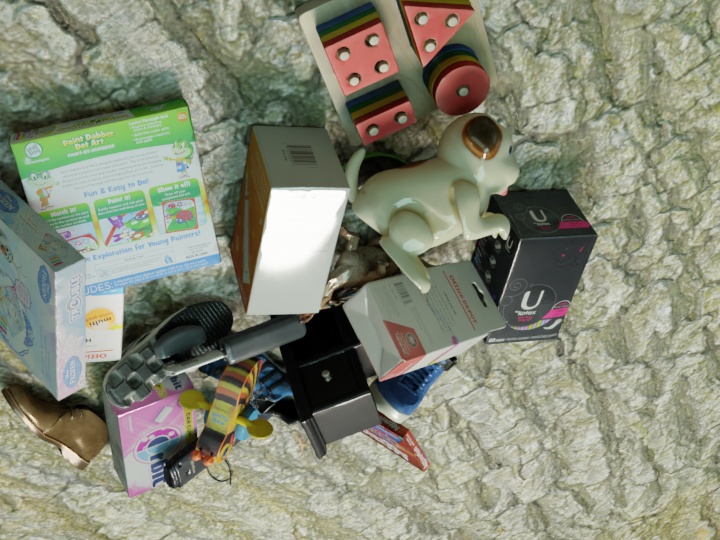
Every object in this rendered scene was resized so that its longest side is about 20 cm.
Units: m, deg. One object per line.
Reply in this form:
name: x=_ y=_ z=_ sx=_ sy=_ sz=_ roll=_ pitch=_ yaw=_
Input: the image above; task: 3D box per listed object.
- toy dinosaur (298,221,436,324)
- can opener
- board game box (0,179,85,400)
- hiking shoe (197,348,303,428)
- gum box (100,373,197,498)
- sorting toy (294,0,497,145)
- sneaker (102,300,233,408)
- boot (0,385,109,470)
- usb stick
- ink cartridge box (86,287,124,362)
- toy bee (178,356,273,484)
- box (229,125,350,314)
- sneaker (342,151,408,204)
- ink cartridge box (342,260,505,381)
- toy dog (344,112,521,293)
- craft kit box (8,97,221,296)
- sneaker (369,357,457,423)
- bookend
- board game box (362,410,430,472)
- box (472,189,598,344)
toy dinosaur: x=0.000 y=0.000 z=1.375 sx=0.199 sy=0.086 sz=0.136 roll=-7 pitch=147 yaw=-37
can opener: x=-0.173 y=0.088 z=1.346 sx=0.199 sy=0.053 sz=0.067 roll=-20 pitch=103 yaw=-20
board game box: x=-0.386 y=0.015 z=1.158 sx=0.043 sy=0.199 sz=0.201 roll=-28 pitch=145 yaw=-38
hiking shoe: x=-0.149 y=0.159 z=1.459 sx=0.200 sy=0.087 sz=0.074 roll=26 pitch=119 yaw=-37
gum box: x=-0.300 y=0.232 z=1.466 sx=0.113 sy=0.066 sz=0.201 roll=-19 pitch=138 yaw=-25
sorting toy: x=0.055 y=-0.243 z=1.166 sx=0.198 sy=0.070 sz=0.200 roll=-24 pitch=135 yaw=2
sneaker: x=-0.268 y=0.102 z=1.382 sx=0.200 sy=0.088 sz=0.074 roll=-34 pitch=109 yaw=-16
boot: x=-0.423 y=0.203 z=1.425 sx=0.075 sy=0.074 sz=0.200 roll=-41 pitch=140 yaw=-6
usb stick: x=-0.206 y=0.246 z=1.493 sx=0.200 sy=0.033 sz=0.056 roll=-35 pitch=143 yaw=-35
ink cartridge box: x=-0.362 y=0.055 z=1.293 sx=0.115 sy=0.068 sz=0.201 roll=-2 pitch=132 yaw=-18
toy bee: x=-0.182 y=0.217 z=1.377 sx=0.130 sy=0.109 sz=0.201 roll=-1 pitch=103 yaw=17
box: x=-0.091 y=-0.059 z=1.247 sx=0.097 sy=0.125 sz=0.201 roll=-1 pitch=132 yaw=-19
sneaker: x=0.053 y=-0.095 z=1.296 sx=0.199 sy=0.084 sz=0.077 roll=6 pitch=129 yaw=-26
ink cartridge box: x=0.089 y=0.062 z=1.362 sx=0.199 sy=0.117 sz=0.067 roll=-13 pitch=159 yaw=-39
toy dog: x=0.099 y=-0.100 z=1.212 sx=0.200 sy=0.194 sz=0.140 roll=-41 pitch=173 yaw=5
craft kit box: x=-0.276 y=-0.080 z=1.166 sx=0.199 sy=0.049 sz=0.198 roll=-14 pitch=119 yaw=-12
sneaker: x=0.083 y=0.144 z=1.485 sx=0.111 sy=0.077 sz=0.200 roll=-50 pitch=174 yaw=18
bookend: x=-0.002 y=0.125 z=1.403 sx=0.198 sy=0.200 sz=0.092 roll=-20 pitch=136 yaw=-1
board game box: x=0.012 y=0.225 z=1.518 sx=0.019 sy=0.200 sz=0.103 roll=-50 pitch=138 yaw=-17
box: x=0.234 y=-0.004 z=1.436 sx=0.122 sy=0.106 sz=0.201 roll=-4 pitch=133 yaw=-18
